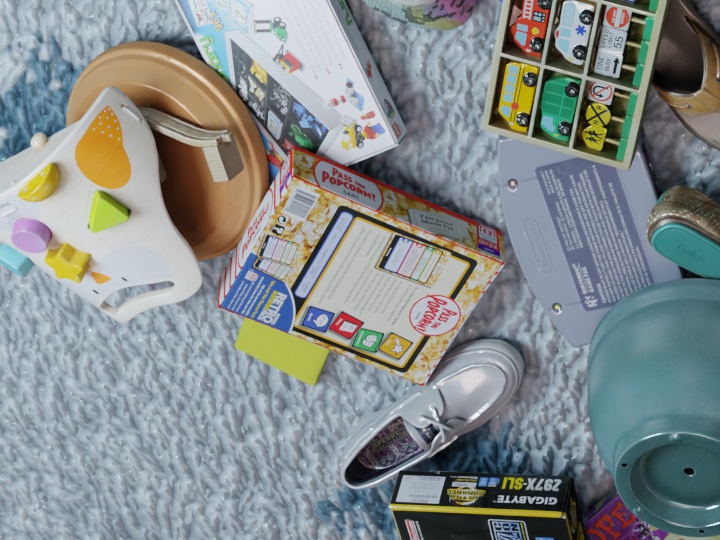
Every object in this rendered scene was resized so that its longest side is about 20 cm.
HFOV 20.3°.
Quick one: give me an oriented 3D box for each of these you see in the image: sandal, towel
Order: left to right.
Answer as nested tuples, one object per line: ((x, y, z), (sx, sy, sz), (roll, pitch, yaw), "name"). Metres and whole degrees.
((-0.045, 0.005, 1.762), (0.085, 0.018, 0.201), (26, 122, 8), "towel")
((0.256, -0.163, 1.561), (0.081, 0.055, 0.200), (-32, 105, 28), "sandal")

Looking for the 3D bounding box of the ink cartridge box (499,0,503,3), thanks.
((0.099, -0.292, 1.548), (0.199, 0.042, 0.119), (38, 121, -7), "ink cartridge box")

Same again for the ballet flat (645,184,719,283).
((0.316, -0.007, 1.616), (0.199, 0.066, 0.070), (34, 135, -18), "ballet flat")

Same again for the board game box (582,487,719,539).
((0.288, 0.216, 1.772), (0.120, 0.032, 0.200), (43, 120, -4), "board game box")

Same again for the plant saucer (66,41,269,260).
((-0.171, -0.094, 1.705), (0.198, 0.037, 0.202), (15, 125, 23), "plant saucer")

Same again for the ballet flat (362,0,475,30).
((0.006, -0.252, 1.563), (0.199, 0.071, 0.070), (32, 79, -8), "ballet flat")

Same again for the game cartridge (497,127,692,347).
((0.190, -0.037, 1.660), (0.132, 0.041, 0.201), (-14, 112, 18), "game cartridge")

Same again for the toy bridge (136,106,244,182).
((-0.183, -0.100, 1.666), (0.198, 0.027, 0.068), (-5, 114, 36), "toy bridge")

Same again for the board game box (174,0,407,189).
((-0.060, -0.174, 1.651), (0.125, 0.035, 0.201), (-19, 106, 25), "board game box")

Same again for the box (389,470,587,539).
((0.124, 0.260, 1.795), (0.158, 0.050, 0.201), (-1, 135, 17), "box")

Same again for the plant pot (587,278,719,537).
((0.270, 0.126, 1.612), (0.198, 0.135, 0.202), (10, 133, 11), "plant pot")

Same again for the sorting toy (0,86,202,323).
((-0.226, -0.029, 1.673), (0.199, 0.107, 0.180), (-22, 123, 40), "sorting toy")

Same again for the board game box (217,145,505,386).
((0.000, 0.000, 1.694), (0.198, 0.047, 0.152), (22, 123, -16), "board game box")

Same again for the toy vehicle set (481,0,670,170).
((0.169, -0.185, 1.543), (0.123, 0.027, 0.202), (15, 122, 12), "toy vehicle set")

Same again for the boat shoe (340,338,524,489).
((0.058, 0.130, 1.766), (0.199, 0.069, 0.072), (-29, 107, 27), "boat shoe")
